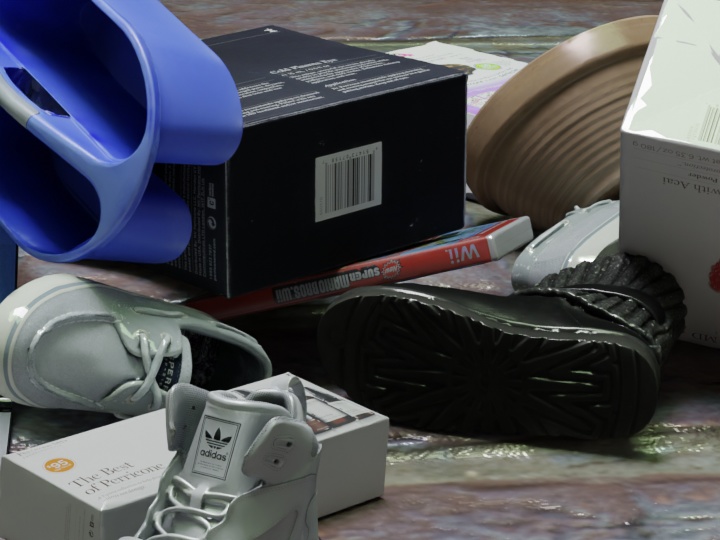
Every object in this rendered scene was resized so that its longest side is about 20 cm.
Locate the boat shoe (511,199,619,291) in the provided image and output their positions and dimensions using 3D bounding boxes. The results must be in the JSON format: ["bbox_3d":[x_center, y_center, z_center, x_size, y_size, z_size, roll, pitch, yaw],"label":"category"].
[{"bbox_3d":[0.164,-0.021,1.625,0.071,0.070,0.201,14,22,26],"label":"boat shoe"}]

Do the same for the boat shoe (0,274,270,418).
[{"bbox_3d":[-0.120,0.046,1.298,0.071,0.070,0.200,15,4,33],"label":"boat shoe"}]

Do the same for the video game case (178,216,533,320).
[{"bbox_3d":[0.000,0.000,1.476,0.199,0.018,0.143,-13,3,14],"label":"video game case"}]

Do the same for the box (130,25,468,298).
[{"bbox_3d":[-0.066,-0.072,1.459,0.199,0.105,0.182,-16,25,-40],"label":"box"}]

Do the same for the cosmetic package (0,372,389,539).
[{"bbox_3d":[-0.083,0.105,1.233,0.082,0.051,0.199,19,24,41],"label":"cosmetic package"}]

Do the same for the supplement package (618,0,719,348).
[{"bbox_3d":[0.231,-0.054,1.482,0.121,0.200,0.120,12,56,14],"label":"supplement package"}]

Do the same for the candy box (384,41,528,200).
[{"bbox_3d":[0.086,-0.121,1.908,0.199,0.072,0.167,18,24,36],"label":"candy box"}]

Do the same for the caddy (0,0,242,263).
[{"bbox_3d":[-0.161,-0.088,1.327,0.105,0.142,0.200,10,25,-46],"label":"caddy"}]

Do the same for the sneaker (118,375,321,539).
[{"bbox_3d":[-0.084,0.119,1.088,0.075,0.116,0.200,15,22,32],"label":"sneaker"}]

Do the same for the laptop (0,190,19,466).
[{"bbox_3d":[-0.283,0.038,1.293,0.186,0.117,0.200,1,19,-6],"label":"laptop"}]

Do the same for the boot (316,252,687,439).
[{"bbox_3d":[0.088,0.036,1.427,0.210,0.080,0.158,12,23,6],"label":"boot"}]

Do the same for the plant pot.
[{"bbox_3d":[0.178,-0.083,1.711,0.200,0.201,0.093,-9,59,-33],"label":"plant pot"}]
